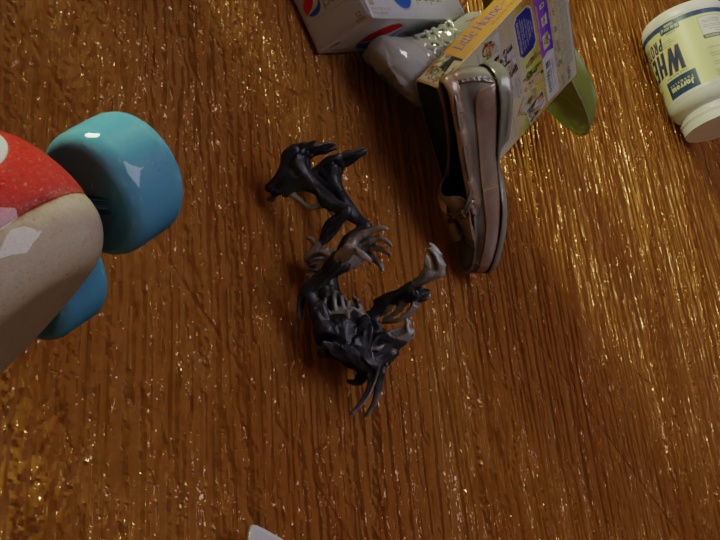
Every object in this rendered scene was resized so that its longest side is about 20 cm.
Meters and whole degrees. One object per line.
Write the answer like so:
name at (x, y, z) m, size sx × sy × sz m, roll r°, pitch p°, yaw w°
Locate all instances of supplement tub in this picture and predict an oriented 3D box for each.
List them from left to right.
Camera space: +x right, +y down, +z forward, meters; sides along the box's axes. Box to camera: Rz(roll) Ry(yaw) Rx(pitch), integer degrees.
supplement tub at (0.561, -0.327, 1.776) m, size 0.145 × 0.145 × 0.201 m, roll 5°, pitch 65°, yaw -54°

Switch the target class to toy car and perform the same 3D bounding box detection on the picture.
toy car at (-0.220, -0.036, 0.460) m, size 0.200 × 0.177 × 0.184 m, roll 49°, pitch 45°, yaw -1°

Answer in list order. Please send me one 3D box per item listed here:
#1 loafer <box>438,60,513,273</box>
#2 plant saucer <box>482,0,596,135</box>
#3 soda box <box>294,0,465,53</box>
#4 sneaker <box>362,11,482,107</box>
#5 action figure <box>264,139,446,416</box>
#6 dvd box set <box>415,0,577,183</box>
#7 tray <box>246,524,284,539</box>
loafer at (0.094, -0.088, 0.973) m, size 0.063 × 0.072 × 0.201 m, roll -10°, pitch 118°, yaw -21°
plant saucer at (0.209, -0.243, 1.225) m, size 0.200 × 0.031 × 0.200 m, roll 55°, pitch 1°, yaw -2°
soda box at (0.022, -0.251, 1.024) m, size 0.200 × 0.068 × 0.064 m, roll -22°, pitch 87°, yaw -58°
sneaker at (0.076, -0.211, 1.033) m, size 0.078 × 0.100 × 0.200 m, roll 44°, pitch 22°, yaw 20°
action figure at (0.000, 0.000, 0.794) m, size 0.119 × 0.102 × 0.201 m, roll 14°, pitch 55°, yaw -64°
dvd box set at (0.137, -0.186, 1.037) m, size 0.200 × 0.029 × 0.147 m, roll -48°, pitch 142°, yaw -21°
tray at (-0.046, 0.260, 0.623) m, size 0.107 × 0.022 × 0.201 m, roll 38°, pitch 41°, yaw -34°
